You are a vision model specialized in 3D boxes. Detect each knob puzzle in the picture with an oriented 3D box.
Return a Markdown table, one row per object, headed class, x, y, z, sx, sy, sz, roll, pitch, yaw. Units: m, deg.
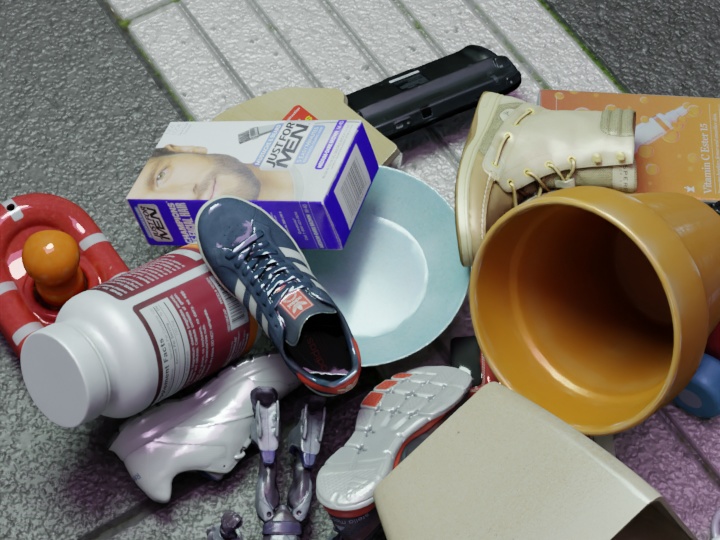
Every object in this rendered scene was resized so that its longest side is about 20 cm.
| class | x | y | z | sx | sy | sz | roll | pitch | yaw |
| --- | --- | --- | --- | --- | --- | --- | --- | --- | --- |
| knob puzzle | -0.080 | -0.097 | 1.513 | 0.219 | 0.030 | 0.220 | -12 | 60 | 21 |

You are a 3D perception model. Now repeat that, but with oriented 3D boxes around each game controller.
| class | x | y | z | sx | sy | sz | roll | pitch | yaw |
| --- | --- | --- | --- | --- | --- | --- | --- | --- | --- |
| game controller | 0.060 | -0.176 | 1.565 | 0.200 | 0.042 | 0.104 | -22 | 24 | -15 |

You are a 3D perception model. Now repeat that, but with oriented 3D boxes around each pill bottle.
| class | x | y | z | sx | sy | sz | roll | pitch | yaw |
| --- | --- | --- | --- | --- | --- | --- | --- | --- | --- |
| pill bottle | -0.186 | 0.056 | 1.324 | 0.113 | 0.113 | 0.200 | 41 | 41 | 21 |

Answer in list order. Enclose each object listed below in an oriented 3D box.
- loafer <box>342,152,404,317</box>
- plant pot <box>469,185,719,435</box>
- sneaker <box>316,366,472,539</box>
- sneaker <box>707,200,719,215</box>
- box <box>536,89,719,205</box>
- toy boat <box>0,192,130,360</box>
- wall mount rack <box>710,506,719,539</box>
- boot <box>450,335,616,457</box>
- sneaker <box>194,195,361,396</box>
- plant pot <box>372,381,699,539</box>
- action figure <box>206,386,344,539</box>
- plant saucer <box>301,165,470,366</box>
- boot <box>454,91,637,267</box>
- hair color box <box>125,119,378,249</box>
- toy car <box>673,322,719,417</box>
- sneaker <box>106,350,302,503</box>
| class | x | y | z | sx | sy | sz | roll | pitch | yaw |
| --- | --- | --- | --- | --- | --- | --- | --- | --- | --- |
| loafer | 0.025 | -0.028 | 1.474 | 0.070 | 0.070 | 0.200 | 9 | 65 | -3 |
| plant pot | 0.225 | 0.016 | 1.310 | 0.200 | 0.200 | 0.183 | 42 | 38 | 22 |
| sneaker | 0.031 | 0.159 | 1.323 | 0.077 | 0.082 | 0.200 | 12 | 41 | 36 |
| sneaker | 0.309 | -0.030 | 1.411 | 0.078 | 0.200 | 0.070 | 49 | 24 | 4 |
| box | 0.266 | -0.094 | 1.495 | 0.200 | 0.098 | 0.125 | 3 | 58 | 2 |
| toy boat | -0.276 | 0.006 | 1.409 | 0.130 | 0.131 | 0.200 | -31 | 64 | -18 |
| wall mount rack | 0.388 | 0.258 | 1.294 | 0.173 | 0.075 | 0.200 | -19 | 61 | -12 |
| boot | 0.147 | 0.139 | 1.375 | 0.144 | 0.072 | 0.200 | -14 | 60 | 0 |
| sneaker | -0.063 | 0.019 | 1.293 | 0.075 | 0.085 | 0.200 | -40 | 96 | -6 |
| plant pot | 0.129 | 0.209 | 1.232 | 0.200 | 0.200 | 0.177 | -43 | 57 | 2 |
| action figure | -0.067 | 0.204 | 1.315 | 0.130 | 0.069 | 0.200 | 6 | 72 | -18 |
| plant saucer | 0.000 | 0.000 | 1.403 | 0.201 | 0.039 | 0.201 | -1 | 65 | 2 |
| boot | 0.168 | -0.078 | 1.381 | 0.155 | 0.073 | 0.200 | 7 | 46 | 11 |
| hair color box | -0.096 | -0.078 | 1.389 | 0.200 | 0.065 | 0.109 | 0 | 46 | 25 |
| toy car | 0.387 | 0.036 | 1.356 | 0.177 | 0.200 | 0.184 | 31 | 63 | 17 |
| sneaker | -0.123 | 0.136 | 1.379 | 0.200 | 0.075 | 0.087 | -28 | 84 | -17 |
